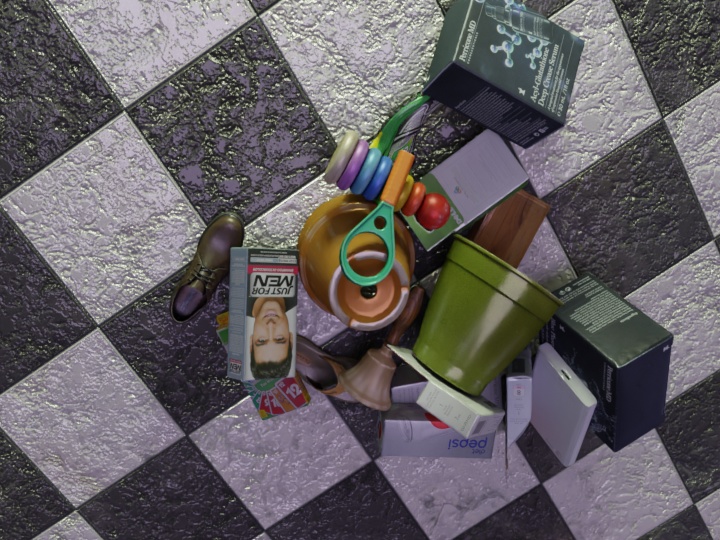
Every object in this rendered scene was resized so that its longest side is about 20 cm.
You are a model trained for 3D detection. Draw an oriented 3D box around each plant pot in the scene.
[{"bbox_3d":[0.000,0.000,1.153,0.195,0.184,0.205,-2,109,-7],"label":"plant pot"},{"bbox_3d":[0.182,0.081,1.146,0.198,0.200,0.195,30,94,-16],"label":"plant pot"}]

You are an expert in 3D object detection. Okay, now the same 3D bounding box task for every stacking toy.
[{"bbox_3d":[0.046,-0.124,1.101,0.197,0.086,0.086,29,103,-10],"label":"stacking toy"}]

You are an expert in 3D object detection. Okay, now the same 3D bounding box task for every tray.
[{"bbox_3d":[0.232,-0.044,1.251,0.097,0.037,0.203,23,103,-15],"label":"tray"}]

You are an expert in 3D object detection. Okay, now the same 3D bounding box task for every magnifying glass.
[{"bbox_3d":[0.030,-0.075,1.045,0.078,0.022,0.204,23,81,-9],"label":"magnifying glass"}]

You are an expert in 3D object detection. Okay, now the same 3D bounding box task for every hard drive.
[{"bbox_3d":[0.339,0.234,1.266,0.026,0.133,0.202,-22,141,-17],"label":"hard drive"}]

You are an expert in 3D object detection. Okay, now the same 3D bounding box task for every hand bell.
[{"bbox_3d":[0.052,0.114,1.202,0.102,0.104,0.203,25,102,-15],"label":"hand bell"}]

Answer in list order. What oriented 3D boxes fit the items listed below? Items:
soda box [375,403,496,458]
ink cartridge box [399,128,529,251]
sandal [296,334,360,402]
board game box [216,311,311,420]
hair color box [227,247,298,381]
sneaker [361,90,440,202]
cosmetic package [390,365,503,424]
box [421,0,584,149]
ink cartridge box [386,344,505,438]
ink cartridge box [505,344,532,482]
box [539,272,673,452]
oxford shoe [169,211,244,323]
[{"bbox_3d":[0.127,0.271,1.241,0.195,0.064,0.070,4,106,-9],"label":"soda box"},{"bbox_3d":[0.161,-0.127,1.180,0.198,0.059,0.105,-36,82,4],"label":"ink cartridge box"},{"bbox_3d":[-0.058,0.179,1.274,0.197,0.054,0.081,29,102,-16],"label":"sandal"},{"bbox_3d":[-0.167,0.154,1.248,0.094,0.030,0.203,-20,104,16],"label":"board game box"},{"bbox_3d":[-0.154,0.067,1.165,0.097,0.060,0.205,1,91,-39],"label":"hair color box"},{"bbox_3d":[0.062,-0.196,1.151,0.085,0.078,0.201,37,109,-5],"label":"sneaker"},{"bbox_3d":[0.149,0.224,1.305,0.195,0.081,0.116,-10,108,-4],"label":"cosmetic package"},{"bbox_3d":[0.213,-0.303,1.093,0.197,0.107,0.151,23,72,-15],"label":"box"},{"bbox_3d":[0.128,0.189,1.146,0.175,0.199,0.045,34,94,23],"label":"ink cartridge box"},{"bbox_3d":[0.276,0.238,1.285,0.056,0.163,0.205,-3,109,12],"label":"ink cartridge box"},{"bbox_3d":[0.399,0.149,1.217,0.116,0.200,0.200,-24,128,-15],"label":"box"},{"bbox_3d":[-0.243,0.002,1.174,0.072,0.085,0.203,26,101,-14],"label":"oxford shoe"}]
